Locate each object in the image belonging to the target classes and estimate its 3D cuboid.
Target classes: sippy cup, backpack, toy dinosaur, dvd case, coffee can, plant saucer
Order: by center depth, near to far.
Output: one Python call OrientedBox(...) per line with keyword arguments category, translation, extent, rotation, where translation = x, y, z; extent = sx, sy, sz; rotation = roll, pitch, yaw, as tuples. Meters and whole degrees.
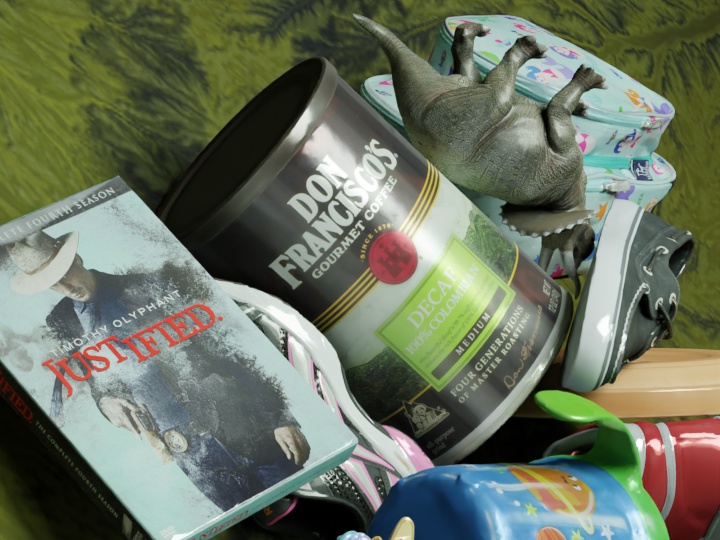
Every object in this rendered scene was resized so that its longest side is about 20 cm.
OrientedBox(category="dvd case", translation=(-0.115, 0.047, 1.383), extent=(0.146, 0.022, 0.200), rotation=(-26, 64, -42))
OrientedBox(category="sippy cup", translation=(0.074, 0.158, 1.439), extent=(0.130, 0.139, 0.178), rotation=(14, 68, -47))
OrientedBox(category="coffee can", translation=(0.000, 0.000, 1.531), extent=(0.200, 0.146, 0.147), rotation=(42, 33, -16))
OrientedBox(category="toy dinosaur", translation=(0.077, -0.081, 1.559), extent=(0.200, 0.077, 0.102), rotation=(35, 72, -13))
OrientedBox(category="plant saucer", translation=(0.151, 0.065, 1.622), extent=(0.200, 0.200, 0.032), rotation=(-3, 92, -53))
OrientedBox(category="backpack", translation=(0.088, -0.071, 1.702), extent=(0.177, 0.151, 0.200), rotation=(33, 29, 30))

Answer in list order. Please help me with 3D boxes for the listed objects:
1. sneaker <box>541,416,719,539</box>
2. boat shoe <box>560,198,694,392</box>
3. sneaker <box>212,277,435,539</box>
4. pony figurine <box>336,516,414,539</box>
OrientedBox(category="sneaker", translation=(0.147, 0.159, 1.562), extent=(0.112, 0.200, 0.071), rotation=(3, 38, -18))
OrientedBox(category="boat shoe", translation=(0.155, 0.014, 1.553), extent=(0.056, 0.069, 0.200), rotation=(17, 27, 5))
OrientedBox(category="sneaker", translation=(-0.040, 0.091, 1.462), extent=(0.200, 0.080, 0.086), rotation=(41, 44, -7))
OrientedBox(category="pony figurine", translation=(-0.021, 0.226, 1.270), extent=(0.166, 0.193, 0.201), rotation=(15, 68, -19))
